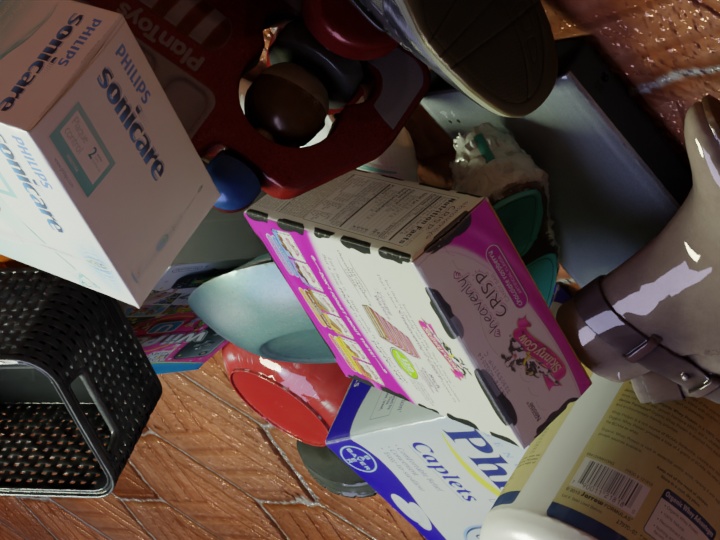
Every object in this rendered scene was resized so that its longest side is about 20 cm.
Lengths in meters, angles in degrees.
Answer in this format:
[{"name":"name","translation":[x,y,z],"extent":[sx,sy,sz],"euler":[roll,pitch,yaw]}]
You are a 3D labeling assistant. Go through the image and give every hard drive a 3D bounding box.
[{"name":"hard drive","translation":[0.138,-0.048,1.112],"extent":[0.200,0.033,0.139],"euler":[46,155,-26]}]

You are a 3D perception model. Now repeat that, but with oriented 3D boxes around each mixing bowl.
[{"name":"mixing bowl","translation":[-0.035,0.067,1.494],"extent":[0.199,0.109,0.200],"euler":[30,158,13]}]

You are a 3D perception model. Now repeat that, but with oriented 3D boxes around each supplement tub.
[{"name":"supplement tub","translation":[0.179,0.125,1.178],"extent":[0.144,0.200,0.145],"euler":[30,158,14]}]

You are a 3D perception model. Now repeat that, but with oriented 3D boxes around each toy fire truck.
[{"name":"toy fire truck","translation":[-0.069,-0.122,1.079],"extent":[0.200,0.168,0.112],"euler":[37,158,-4]}]

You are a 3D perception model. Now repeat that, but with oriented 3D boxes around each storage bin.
[{"name":"storage bin","translation":[-0.256,0.078,1.328],"extent":[0.199,0.094,0.136],"euler":[-2,132,25]}]

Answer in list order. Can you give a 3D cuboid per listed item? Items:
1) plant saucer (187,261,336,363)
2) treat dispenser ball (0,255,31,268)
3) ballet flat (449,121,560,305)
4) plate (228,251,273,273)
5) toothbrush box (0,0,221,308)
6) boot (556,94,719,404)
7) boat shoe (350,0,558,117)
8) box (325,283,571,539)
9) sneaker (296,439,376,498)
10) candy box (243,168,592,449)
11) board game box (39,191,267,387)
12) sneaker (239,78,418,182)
[{"name":"plant saucer","translation":[-0.018,0.033,1.301],"extent":[0.199,0.039,0.201],"euler":[-4,166,-1]},{"name":"treat dispenser ball","translation":[-0.258,-0.092,1.367],"extent":[0.200,0.201,0.201],"euler":[29,157,14]},{"name":"ballet flat","translation":[0.082,-0.022,1.137],"extent":[0.071,0.072,0.200],"euler":[28,155,17]},{"name":"plate","translation":[0.000,0.000,1.306],"extent":[0.199,0.026,0.200],"euler":[-4,164,-1]},{"name":"toothbrush box","translation":[-0.193,-0.079,1.009],"extent":[0.199,0.086,0.147],"euler":[18,152,30]},{"name":"boot","translation":[0.172,0.003,1.033],"extent":[0.146,0.071,0.200],"euler":[-23,128,26]},{"name":"boat shoe","translation":[0.024,-0.162,1.006],"extent":[0.201,0.072,0.066],"euler":[46,162,-13]},{"name":"box","translation":[0.111,0.124,1.353],"extent":[0.184,0.105,0.199],"euler":[44,143,-23]},{"name":"sneaker","translation":[0.025,0.154,1.652],"extent":[0.199,0.076,0.091],"euler":[10,138,34]},{"name":"candy box","translation":[0.029,0.014,1.103],"extent":[0.200,0.061,0.137],"euler":[19,145,58]},{"name":"board game box","translation":[-0.135,0.010,1.382],"extent":[0.200,0.147,0.065],"euler":[-38,65,45]},{"name":"sneaker","translation":[-0.034,-0.094,1.239],"extent":[0.200,0.070,0.081],"euler":[32,130,31]}]
